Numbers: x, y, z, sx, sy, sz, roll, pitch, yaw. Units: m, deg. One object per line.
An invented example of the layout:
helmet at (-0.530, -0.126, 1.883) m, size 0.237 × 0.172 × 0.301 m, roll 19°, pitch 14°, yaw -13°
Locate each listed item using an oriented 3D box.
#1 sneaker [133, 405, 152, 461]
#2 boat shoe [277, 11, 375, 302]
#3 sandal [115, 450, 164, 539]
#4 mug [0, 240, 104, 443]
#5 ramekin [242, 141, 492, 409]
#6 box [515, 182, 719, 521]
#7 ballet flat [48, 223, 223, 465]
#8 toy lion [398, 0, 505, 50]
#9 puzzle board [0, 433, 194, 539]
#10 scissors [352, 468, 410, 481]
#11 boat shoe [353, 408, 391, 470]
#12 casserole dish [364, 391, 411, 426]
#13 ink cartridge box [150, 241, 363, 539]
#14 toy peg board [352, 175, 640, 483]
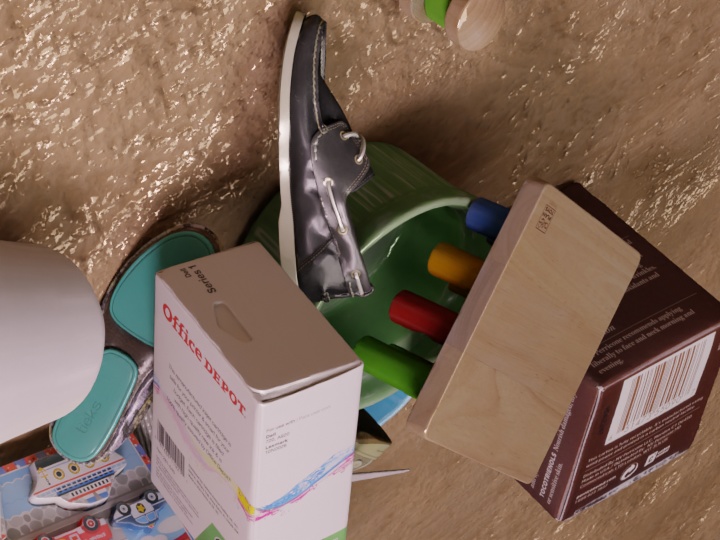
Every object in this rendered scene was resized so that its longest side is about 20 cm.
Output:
sneaker at (-0.125, 0.123, 1.586) m, size 0.082 × 0.074 × 0.200 m, roll -18°, pitch 149°, yaw -47°
boat shoe at (-0.024, -0.077, 1.415) m, size 0.072 × 0.067 × 0.201 m, roll -71°, pitch 159°, yaw -77°
sandal at (-0.161, 0.217, 1.525) m, size 0.075 × 0.201 × 0.048 m, roll -36°, pitch 180°, yaw -11°
mug at (-0.254, 0.043, 1.301) m, size 0.153 × 0.186 × 0.150 m, roll -8°, pitch 100°, yaw -58°
ramekin at (0.000, 0.000, 1.562) m, size 0.200 × 0.098 × 0.200 m, roll -31°, pitch 146°, yaw -24°
box at (0.176, 0.066, 1.752) m, size 0.166 × 0.200 × 0.164 m, roll -24°, pitch 142°, yaw -32°
ballet flat at (-0.155, 0.046, 1.473) m, size 0.072 × 0.072 × 0.200 m, roll 10°, pitch 118°, yaw -54°
toy lion at (0.104, -0.262, 1.436) m, size 0.200 × 0.069 × 0.192 m, roll -25°, pitch 135°, yaw -32°
puzzle board at (-0.202, 0.194, 1.458) m, size 0.200 × 0.151 × 0.017 m, roll -19°, pitch 160°, yaw -44°
scissors at (-0.050, 0.164, 1.616) m, size 0.073 × 0.200 × 0.014 m, roll 33°, pitch 56°, yaw -27°
boat shoe at (-0.042, 0.127, 1.616) m, size 0.063 × 0.073 × 0.201 m, roll -46°, pitch 159°, yaw 8°
casserole dish at (-0.030, 0.110, 1.709) m, size 0.200 × 0.039 × 0.121 m, roll -38°, pitch 148°, yaw -16°
ink cartridge box at (-0.074, 0.104, 1.413) m, size 0.084 × 0.145 × 0.200 m, roll -19°, pitch 136°, yaw -27°
toy peg board at (0.094, 0.035, 1.556) m, size 0.200 × 0.098 × 0.199 m, roll 30°, pitch 86°, yaw -59°
